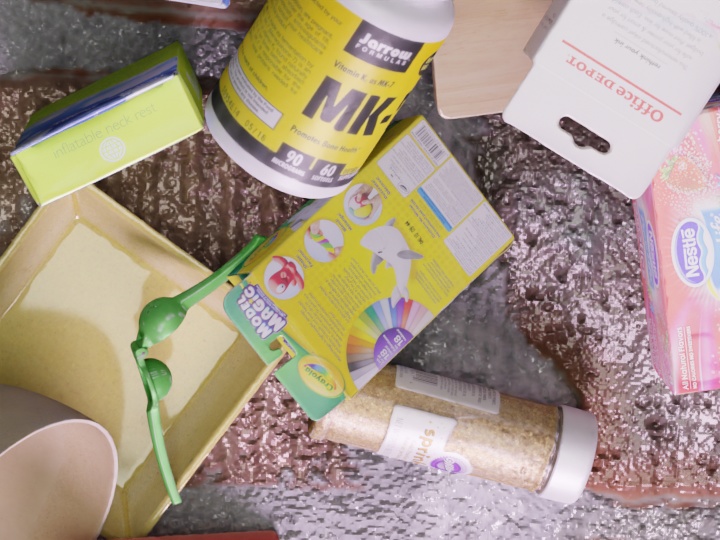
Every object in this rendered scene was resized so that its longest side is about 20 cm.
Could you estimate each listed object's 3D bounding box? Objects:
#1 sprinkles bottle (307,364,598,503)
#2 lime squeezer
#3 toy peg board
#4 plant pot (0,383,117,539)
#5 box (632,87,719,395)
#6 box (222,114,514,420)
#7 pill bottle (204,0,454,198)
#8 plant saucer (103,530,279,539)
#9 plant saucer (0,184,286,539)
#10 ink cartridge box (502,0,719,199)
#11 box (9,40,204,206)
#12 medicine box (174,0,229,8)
[{"bbox_3d":[0.066,0.110,1.801,0.200,0.068,0.068,15,99,-6],"label":"sprinkles bottle"},{"bbox_3d":[-0.128,0.061,1.754,0.071,0.038,0.200,12,100,-38],"label":"lime squeezer"},{"bbox_3d":[0.139,-0.225,1.743,0.200,0.098,0.199,-7,117,-2],"label":"toy peg board"},{"bbox_3d":[-0.280,0.151,1.696,0.134,0.200,0.200,33,98,25],"label":"plant pot"},{"bbox_3d":[0.248,-0.024,1.774,0.103,0.095,0.200,-7,101,-2],"label":"box"},{"bbox_3d":[0.000,0.000,1.747,0.200,0.048,0.117,-43,104,-22],"label":"box"},{"bbox_3d":[-0.009,-0.155,1.666,0.114,0.114,0.200,29,119,-9],"label":"pill bottle"},{"bbox_3d":[-0.140,0.287,1.781,0.200,0.037,0.200,2,104,-41],"label":"plant saucer"},{"bbox_3d":[-0.183,0.061,1.786,0.200,0.048,0.200,36,96,-9],"label":"plant saucer"},{"bbox_3d":[0.187,-0.161,1.662,0.117,0.067,0.200,31,99,-8],"label":"ink cartridge box"},{"bbox_3d":[-0.165,-0.098,1.679,0.122,0.200,0.048,-26,101,2],"label":"box"},{"bbox_3d":[-0.120,-0.274,1.649,0.103,0.200,0.182,9,100,-3],"label":"medicine box"}]
